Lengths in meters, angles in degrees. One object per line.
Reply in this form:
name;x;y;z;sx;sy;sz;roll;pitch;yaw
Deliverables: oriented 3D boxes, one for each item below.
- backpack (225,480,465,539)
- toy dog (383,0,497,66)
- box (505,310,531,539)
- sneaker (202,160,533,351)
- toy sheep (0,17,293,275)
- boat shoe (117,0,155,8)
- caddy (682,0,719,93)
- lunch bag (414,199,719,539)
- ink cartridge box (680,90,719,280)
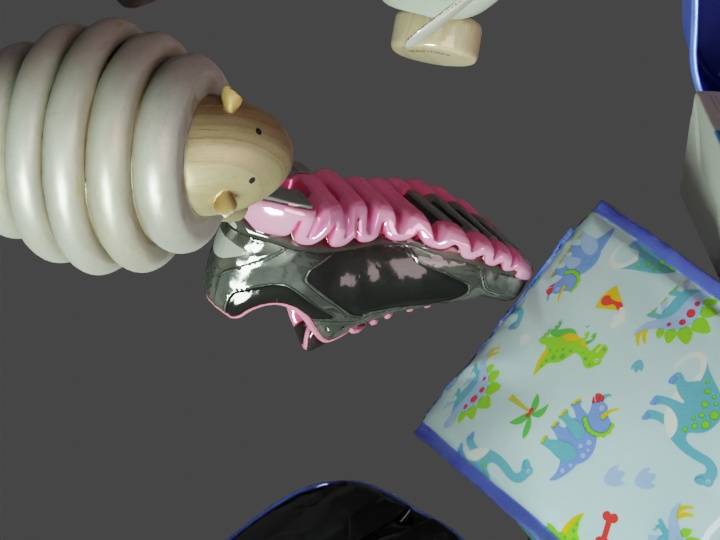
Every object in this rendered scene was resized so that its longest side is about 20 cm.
backpack;-0.024;0.219;1.495;0.200;0.183;0.147;-41;136;-19
toy dog;0.041;-0.171;1.509;0.096;0.200;0.133;7;65;-15
box;0.187;0.092;1.633;0.199;0.050;0.159;-6;98;-1
sneaker;0.000;0.000;1.560;0.199;0.079;0.096;10;111;-31
toy sheep;-0.129;-0.061;1.419;0.138;0.199;0.139;1;90;-73
boat shoe;-0.057;-0.195;1.505;0.199;0.074;0.074;-24;116;-18
caddy;0.253;-0.162;1.629;0.140;0.105;0.201;-3;112;-1
lunch bag;0.147;0.081;1.536;0.170;0.200;0.127;-50;151;-2
ink cartridge box;0.286;-0.044;1.578;0.199;0.116;0.068;2;118;-7
